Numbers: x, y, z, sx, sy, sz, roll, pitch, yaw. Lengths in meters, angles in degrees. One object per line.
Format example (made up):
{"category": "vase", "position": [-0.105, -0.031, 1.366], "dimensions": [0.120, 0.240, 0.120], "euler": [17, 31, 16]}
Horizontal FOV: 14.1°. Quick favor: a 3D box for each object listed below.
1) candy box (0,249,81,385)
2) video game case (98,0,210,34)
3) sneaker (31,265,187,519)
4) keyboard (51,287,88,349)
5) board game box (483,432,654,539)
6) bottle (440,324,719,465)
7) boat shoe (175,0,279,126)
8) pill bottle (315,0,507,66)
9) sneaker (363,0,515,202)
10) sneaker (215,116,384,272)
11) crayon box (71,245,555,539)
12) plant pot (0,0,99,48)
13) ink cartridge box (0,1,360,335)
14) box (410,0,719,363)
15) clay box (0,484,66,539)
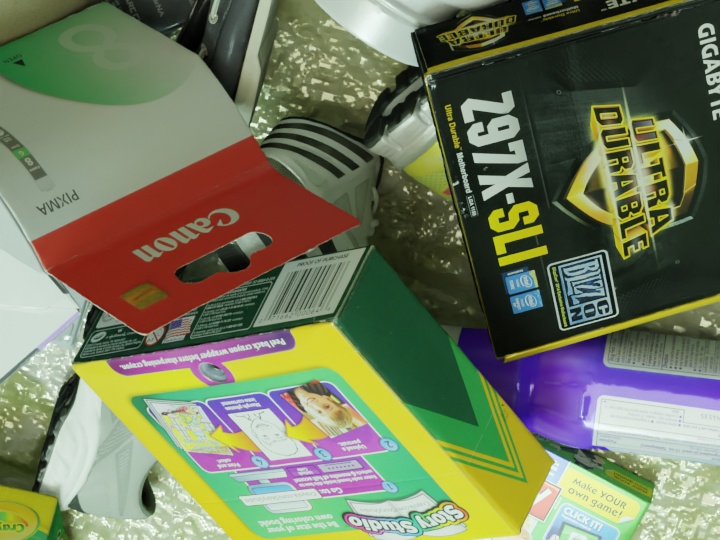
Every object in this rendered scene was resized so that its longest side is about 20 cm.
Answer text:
{"category": "candy box", "position": [-0.241, 0.045, 1.557], "dimensions": [0.168, 0.200, 0.072], "euler": [-42, 99, -7]}
{"category": "video game case", "position": [-0.098, -0.207, 1.572], "dimensions": [0.200, 0.019, 0.143], "euler": [-19, 106, 15]}
{"category": "sneaker", "position": [-0.125, 0.057, 1.655], "dimensions": [0.079, 0.074, 0.200], "euler": [17, 119, -7]}
{"category": "keyboard", "position": [-0.163, -0.046, 1.641], "dimensions": [0.056, 0.011, 0.200], "euler": [24, 119, 7]}
{"category": "board game box", "position": [0.049, 0.135, 1.671], "dimensions": [0.200, 0.029, 0.135], "euler": [27, 114, -1]}
{"category": "bottle", "position": [0.138, 0.065, 1.597], "dimensions": [0.200, 0.084, 0.065], "euler": [7, 103, 6]}
{"category": "boat shoe", "position": [-0.070, -0.161, 1.537], "dimensions": [0.063, 0.073, 0.200], "euler": [13, 118, 1]}
{"category": "pill bottle", "position": [0.059, -0.207, 1.488], "dimensions": [0.112, 0.112, 0.200], "euler": [36, 110, -4]}
{"category": "sneaker", "position": [0.101, -0.106, 1.552], "dimensions": [0.200, 0.078, 0.090], "euler": [-36, 112, 24]}
{"category": "sneaker", "position": [0.000, 0.000, 1.590], "dimensions": [0.076, 0.115, 0.201], "euler": [-2, 132, 37]}
{"category": "crayon box", "position": [-0.026, 0.076, 1.548], "dimensions": [0.200, 0.058, 0.173], "euler": [-10, 132, 42]}
{"category": "plant pot", "position": [-0.245, -0.180, 1.530], "dimensions": [0.200, 0.134, 0.201], "euler": [7, 113, 18]}
{"category": "ink cartridge box", "position": [-0.122, -0.056, 1.472], "dimensions": [0.200, 0.161, 0.050], "euler": [29, 131, 33]}
{"category": "box", "position": [0.124, -0.058, 1.519], "dimensions": [0.159, 0.049, 0.200], "euler": [-14, 129, 1]}
{"category": "clay box", "position": [-0.272, 0.153, 1.694], "dimensions": [0.200, 0.048, 0.115], "euler": [10, 151, 6]}
